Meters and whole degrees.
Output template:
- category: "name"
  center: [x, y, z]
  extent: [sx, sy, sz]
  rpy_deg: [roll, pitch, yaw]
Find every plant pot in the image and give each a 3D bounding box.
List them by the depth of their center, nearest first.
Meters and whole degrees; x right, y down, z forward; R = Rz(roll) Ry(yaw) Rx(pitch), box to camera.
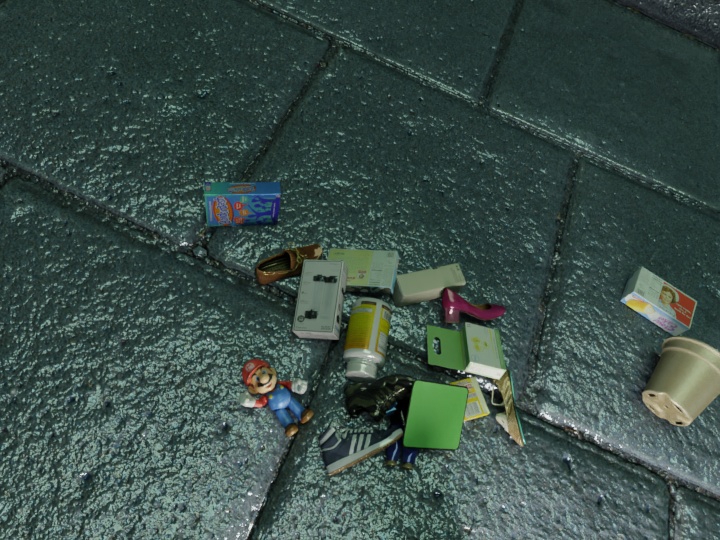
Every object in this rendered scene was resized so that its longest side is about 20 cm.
- category: "plant pot"
  center: [0.888, 0.317, 1.459]
  extent: [0.183, 0.201, 0.200]
  rpy_deg: [-43, 78, -16]

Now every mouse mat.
- category: "mouse mat"
  center: [0.185, 0.354, 1.283]
  extent: [0.199, 0.008, 0.163]
  rpy_deg: [16, 82, -34]

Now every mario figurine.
- category: "mario figurine"
  center: [-0.203, 0.292, 1.246]
  extent: [0.200, 0.106, 0.123]
  rpy_deg: [46, 27, 4]

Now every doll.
- category: "doll"
  center: [0.104, 0.376, 1.296]
  extent: [0.135, 0.049, 0.202]
  rpy_deg: [9, 66, 5]

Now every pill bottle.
- category: "pill bottle"
  center: [0.016, 0.180, 1.358]
  extent: [0.108, 0.109, 0.202]
  rpy_deg: [14, 60, -5]

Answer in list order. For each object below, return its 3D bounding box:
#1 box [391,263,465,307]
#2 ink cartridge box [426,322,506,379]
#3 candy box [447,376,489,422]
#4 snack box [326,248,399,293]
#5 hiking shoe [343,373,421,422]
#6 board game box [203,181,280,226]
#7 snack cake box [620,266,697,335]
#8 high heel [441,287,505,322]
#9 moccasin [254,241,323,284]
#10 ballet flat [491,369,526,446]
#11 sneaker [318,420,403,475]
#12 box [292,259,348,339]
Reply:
- category: "box"
  center: [0.189, 0.041, 1.489]
  extent: [0.198, 0.082, 0.069]
  rpy_deg: [-10, 66, -19]
- category: "ink cartridge box"
  center: [0.281, 0.205, 1.418]
  extent: [0.198, 0.048, 0.146]
  rpy_deg: [15, 40, -7]
- category: "candy box"
  center: [0.228, 0.347, 1.366]
  extent: [0.198, 0.026, 0.103]
  rpy_deg: [-10, 61, -17]
- category: "snack box"
  center: [0.000, 0.000, 1.449]
  extent: [0.198, 0.037, 0.117]
  rpy_deg: [3, 59, 15]
- category: "hiking shoe"
  center: [0.057, 0.316, 1.283]
  extent: [0.198, 0.076, 0.102]
  rpy_deg: [-15, 59, 18]
- category: "board game box"
  center: [-0.323, -0.180, 1.444]
  extent: [0.198, 0.152, 0.045]
  rpy_deg: [-3, 63, -14]
- category: "snack cake box"
  center: [0.927, 0.095, 1.641]
  extent: [0.199, 0.067, 0.115]
  rpy_deg: [34, 59, 6]
- category: "high heel"
  center: [0.322, 0.089, 1.477]
  extent: [0.198, 0.067, 0.097]
  rpy_deg: [-5, 101, -22]
- category: "moccasin"
  center: [-0.193, -0.029, 1.436]
  extent: [0.200, 0.078, 0.074]
  rpy_deg: [-16, 67, -20]
- category: "ballet flat"
  center: [0.381, 0.360, 1.384]
  extent: [0.065, 0.071, 0.202]
  rpy_deg: [-12, 60, 12]
- category: "sneaker"
  center: [-0.005, 0.388, 1.243]
  extent: [0.199, 0.070, 0.109]
  rpy_deg: [-26, 67, -1]
- category: "box"
  center: [-0.102, 0.074, 1.380]
  extent: [0.115, 0.060, 0.202]
  rpy_deg: [0, 67, 14]
